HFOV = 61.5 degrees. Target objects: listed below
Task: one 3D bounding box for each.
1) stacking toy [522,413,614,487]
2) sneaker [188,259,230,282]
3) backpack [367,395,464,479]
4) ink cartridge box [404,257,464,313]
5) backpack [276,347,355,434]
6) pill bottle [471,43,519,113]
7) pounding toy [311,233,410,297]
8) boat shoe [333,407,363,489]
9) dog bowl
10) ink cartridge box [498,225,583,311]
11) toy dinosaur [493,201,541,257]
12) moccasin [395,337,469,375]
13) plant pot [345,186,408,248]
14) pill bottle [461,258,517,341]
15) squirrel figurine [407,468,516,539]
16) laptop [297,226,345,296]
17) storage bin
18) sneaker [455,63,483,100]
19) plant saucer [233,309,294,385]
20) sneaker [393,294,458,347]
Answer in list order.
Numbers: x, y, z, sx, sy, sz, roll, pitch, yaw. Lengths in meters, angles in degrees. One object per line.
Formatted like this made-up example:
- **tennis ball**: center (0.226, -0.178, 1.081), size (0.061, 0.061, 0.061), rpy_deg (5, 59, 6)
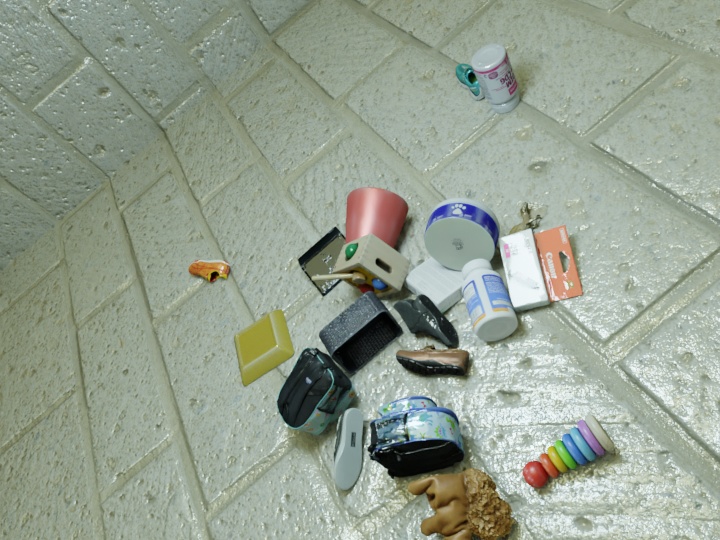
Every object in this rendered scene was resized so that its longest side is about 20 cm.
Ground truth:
- **stacking toy**: center (0.434, 0.395, 1.291), size (0.199, 0.085, 0.086), rpy_deg (-39, 44, 13)
- **sneaker**: center (-0.571, 0.003, 2.247), size (0.198, 0.073, 0.078), rpy_deg (-4, 65, 35)
- **backpack**: center (0.135, 0.382, 1.416), size (0.197, 0.184, 0.149), rpy_deg (-14, 51, 17)
- **ink cartridge box**: center (0.246, 0.017, 1.725), size (0.199, 0.051, 0.161), rpy_deg (-33, 43, -18)
- **backpack**: center (-0.125, 0.336, 1.638), size (0.201, 0.153, 0.176), rpy_deg (-52, 46, 1)
- **pill bottle**: center (0.439, -0.611, 1.942), size (0.112, 0.200, 0.115), rpy_deg (-17, 49, 21)
- **pounding toy**: center (0.000, 0.000, 1.754), size (0.183, 0.199, 0.144), rpy_deg (-20, 42, 56)
- **boat shoe**: center (-0.035, 0.459, 1.560), size (0.064, 0.070, 0.203), rpy_deg (-31, 44, 58)
- **dog bowl**: center (0.275, -0.095, 1.648), size (0.198, 0.201, 0.079), rpy_deg (-5, 43, 30)
- **ink cartridge box**: center (0.460, -0.012, 1.559), size (0.172, 0.043, 0.203), rpy_deg (-17, 65, 23)
- **toy dinosaur**: center (0.446, -0.098, 1.672), size (0.101, 0.058, 0.201), rpy_deg (2, 55, 53)
- **moccasin**: center (0.186, 0.225, 1.578), size (0.199, 0.074, 0.078), rpy_deg (-6, 45, 34)
- **plant pot**: center (0.038, -0.132, 1.873), size (0.198, 0.200, 0.180), rpy_deg (-1, 67, 32)
- **pill bottle**: center (0.326, 0.071, 1.570), size (0.111, 0.112, 0.202), rpy_deg (-24, 47, 16)
- **squirrel figurine**: center (0.222, 0.532, 1.283), size (0.198, 0.141, 0.189), rpy_deg (-25, 54, 19)
- **laptop**: center (-0.103, -0.035, 2.007), size (0.177, 0.103, 0.200), rpy_deg (-41, 71, 1)
- **storage bin**: center (0.001, 0.174, 1.691), size (0.199, 0.135, 0.094), rpy_deg (-39, 45, 2)
- **sneaker**: center (0.387, -0.677, 2.112), size (0.077, 0.080, 0.201), rpy_deg (-33, 45, 8)
- **plant saucer**: center (-0.321, 0.233, 1.924), size (0.199, 0.048, 0.201), rpy_deg (-33, 46, 9)
- **sneaker**: center (0.176, 0.145, 1.649), size (0.201, 0.060, 0.104), rpy_deg (54, 131, 19)
